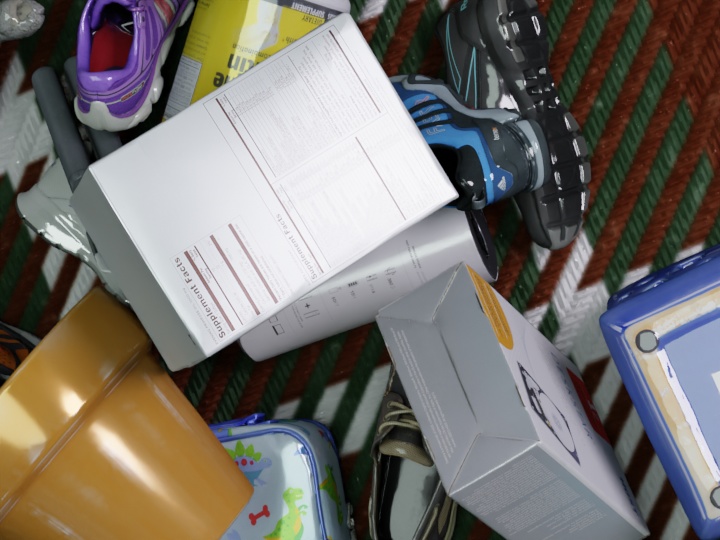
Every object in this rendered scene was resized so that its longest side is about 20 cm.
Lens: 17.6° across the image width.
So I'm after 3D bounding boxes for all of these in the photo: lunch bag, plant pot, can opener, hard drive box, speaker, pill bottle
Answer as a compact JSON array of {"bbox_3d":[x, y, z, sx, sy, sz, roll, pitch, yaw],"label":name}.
[{"bbox_3d":[-0.106,0.195,1.769,0.199,0.082,0.162,-11,90,15],"label":"lunch bag"},{"bbox_3d":[-0.183,0.145,1.666,0.183,0.200,0.200,41,101,-2],"label":"plant pot"},{"bbox_3d":[-0.200,-0.086,1.748,0.053,0.067,0.201,-19,61,-8],"label":"can opener"},{"bbox_3d":[0.107,0.108,1.626,0.077,0.200,0.156,-30,56,13],"label":"hard drive box"},{"bbox_3d":[0.000,0.000,1.733,0.199,0.081,0.082,-20,87,14],"label":"speaker"},{"bbox_3d":[0.285,0.071,1.613,0.199,0.180,0.201,-25,85,14],"label":"plant pot"},{"bbox_3d":[-0.086,-0.124,1.736,0.111,0.112,0.201,19,97,13],"label":"pill bottle"}]

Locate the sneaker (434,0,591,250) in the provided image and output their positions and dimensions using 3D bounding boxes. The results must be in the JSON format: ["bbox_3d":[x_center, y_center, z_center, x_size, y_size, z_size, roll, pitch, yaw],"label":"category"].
[{"bbox_3d":[0.112,-0.111,1.718,0.079,0.075,0.201,-14,91,38],"label":"sneaker"}]

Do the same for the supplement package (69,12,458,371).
[{"bbox_3d":[-0.071,-0.049,1.576,0.199,0.191,0.148,-32,92,-13],"label":"supplement package"}]

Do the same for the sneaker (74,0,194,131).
[{"bbox_3d":[-0.168,-0.203,1.745,0.080,0.084,0.201,5,63,6],"label":"sneaker"}]

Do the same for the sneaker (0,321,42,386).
[{"bbox_3d":[-0.329,0.053,1.805,0.199,0.112,0.078,22,97,13],"label":"sneaker"}]

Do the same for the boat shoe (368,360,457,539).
[{"bbox_3d":[0.047,0.127,1.731,0.074,0.073,0.201,4,93,14],"label":"boat shoe"}]

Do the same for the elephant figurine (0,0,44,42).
[{"bbox_3d":[-0.340,-0.150,1.800,0.199,0.155,0.142,-17,125,-10],"label":"elephant figurine"}]

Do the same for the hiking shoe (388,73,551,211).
[{"bbox_3d":[0.042,-0.092,1.679,0.199,0.086,0.075,15,123,48],"label":"hiking shoe"}]

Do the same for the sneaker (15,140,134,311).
[{"bbox_3d":[-0.171,-0.023,1.785,0.200,0.074,0.087,38,95,9],"label":"sneaker"}]
